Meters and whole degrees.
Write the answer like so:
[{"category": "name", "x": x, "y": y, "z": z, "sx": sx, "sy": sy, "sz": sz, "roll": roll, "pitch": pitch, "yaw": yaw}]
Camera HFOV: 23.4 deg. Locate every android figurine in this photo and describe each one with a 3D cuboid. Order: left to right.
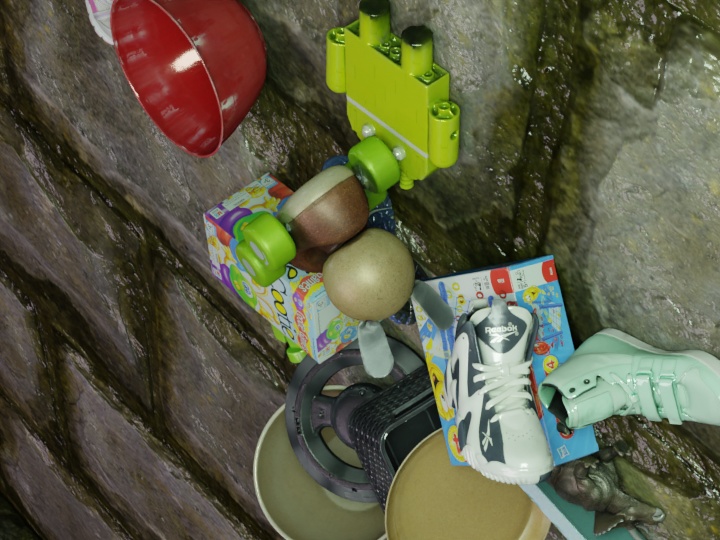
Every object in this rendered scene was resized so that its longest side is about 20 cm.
[{"category": "android figurine", "x": 0.033, "y": -0.168, "z": 1.711, "sx": 0.182, "sy": 0.041, "sz": 0.201, "roll": 40, "pitch": 148, "yaw": 30}]

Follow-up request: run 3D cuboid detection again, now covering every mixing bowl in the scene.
[{"category": "mixing bowl", "x": -0.173, "y": -0.236, "z": 1.904, "sx": 0.200, "sy": 0.108, "sz": 0.201, "roll": 40, "pitch": 148, "yaw": 31}]

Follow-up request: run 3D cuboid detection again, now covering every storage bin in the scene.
[{"category": "storage bin", "x": 0.088, "y": 0.222, "z": 1.927, "sx": 0.094, "sy": 0.135, "sz": 0.201, "roll": 19, "pitch": 137, "yaw": 64}]

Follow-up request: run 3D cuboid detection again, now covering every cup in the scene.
[{"category": "cup", "x": -0.017, "y": 0.244, "z": 2.115, "sx": 0.201, "sy": 0.200, "sz": 0.143, "roll": 50, "pitch": -176, "yaw": 12}]

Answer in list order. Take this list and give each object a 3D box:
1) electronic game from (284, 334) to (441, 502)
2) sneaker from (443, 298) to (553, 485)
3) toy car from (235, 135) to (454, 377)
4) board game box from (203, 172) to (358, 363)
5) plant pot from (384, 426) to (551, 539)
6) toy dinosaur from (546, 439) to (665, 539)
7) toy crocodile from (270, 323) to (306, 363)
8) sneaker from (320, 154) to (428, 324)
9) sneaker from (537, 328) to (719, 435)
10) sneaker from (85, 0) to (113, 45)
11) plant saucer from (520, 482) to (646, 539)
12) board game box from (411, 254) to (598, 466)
[{"category": "electronic game", "x": 0.005, "y": 0.170, "z": 2.013, "sx": 0.198, "sy": 0.042, "sz": 0.202, "roll": 2, "pitch": 95, "yaw": 20}, {"category": "sneaker", "x": 0.129, "y": 0.098, "z": 1.596, "sx": 0.200, "sy": 0.079, "sz": 0.131, "roll": -105, "pitch": 15, "yaw": -61}, {"category": "toy car", "x": 0.000, "y": 0.000, "z": 1.737, "sx": 0.201, "sy": 0.164, "sz": 0.158, "roll": 53, "pitch": 166, "yaw": 4}, {"category": "board game box", "x": -0.078, "y": -0.004, "z": 2.006, "sx": 0.200, "sy": 0.103, "sz": 0.105, "roll": 37, "pitch": 148, "yaw": 34}, {"category": "plant pot", "x": 0.115, "y": 0.253, "z": 1.872, "sx": 0.201, "sy": 0.199, "sz": 0.027, "roll": 66, "pitch": 166, "yaw": -19}, {"category": "toy dinosaur", "x": 0.217, "y": 0.201, "z": 1.769, "sx": 0.200, "sy": 0.077, "sz": 0.103, "roll": 35, "pitch": 134, "yaw": 28}, {"category": "toy crocodile", "x": -0.049, "y": 0.070, "z": 2.102, "sx": 0.199, "sy": 0.062, "sz": 0.068, "roll": 1, "pitch": 121, "yaw": 54}, {"category": "sneaker", "x": 0.000, "y": -0.030, "z": 1.882, "sx": 0.085, "sy": 0.077, "sz": 0.201, "roll": 5, "pitch": 123, "yaw": 64}, {"category": "sneaker", "x": 0.252, "y": 0.122, "z": 1.574, "sx": 0.200, "sy": 0.118, "sz": 0.074, "roll": 17, "pitch": 132, "yaw": 51}, {"category": "sneaker", "x": -0.289, "y": -0.342, "z": 2.013, "sx": 0.201, "sy": 0.081, "sz": 0.088, "roll": 53, "pitch": 155, "yaw": 5}, {"category": "plant saucer", "x": 0.242, "y": 0.261, "z": 1.801, "sx": 0.200, "sy": 0.070, "sz": 0.019, "roll": 47, "pitch": 145, "yaw": 18}, {"category": "board game box", "x": 0.140, "y": 0.094, "z": 1.742, "sx": 0.200, "sy": 0.056, "sz": 0.197, "roll": -12, "pitch": 91, "yaw": 62}]
